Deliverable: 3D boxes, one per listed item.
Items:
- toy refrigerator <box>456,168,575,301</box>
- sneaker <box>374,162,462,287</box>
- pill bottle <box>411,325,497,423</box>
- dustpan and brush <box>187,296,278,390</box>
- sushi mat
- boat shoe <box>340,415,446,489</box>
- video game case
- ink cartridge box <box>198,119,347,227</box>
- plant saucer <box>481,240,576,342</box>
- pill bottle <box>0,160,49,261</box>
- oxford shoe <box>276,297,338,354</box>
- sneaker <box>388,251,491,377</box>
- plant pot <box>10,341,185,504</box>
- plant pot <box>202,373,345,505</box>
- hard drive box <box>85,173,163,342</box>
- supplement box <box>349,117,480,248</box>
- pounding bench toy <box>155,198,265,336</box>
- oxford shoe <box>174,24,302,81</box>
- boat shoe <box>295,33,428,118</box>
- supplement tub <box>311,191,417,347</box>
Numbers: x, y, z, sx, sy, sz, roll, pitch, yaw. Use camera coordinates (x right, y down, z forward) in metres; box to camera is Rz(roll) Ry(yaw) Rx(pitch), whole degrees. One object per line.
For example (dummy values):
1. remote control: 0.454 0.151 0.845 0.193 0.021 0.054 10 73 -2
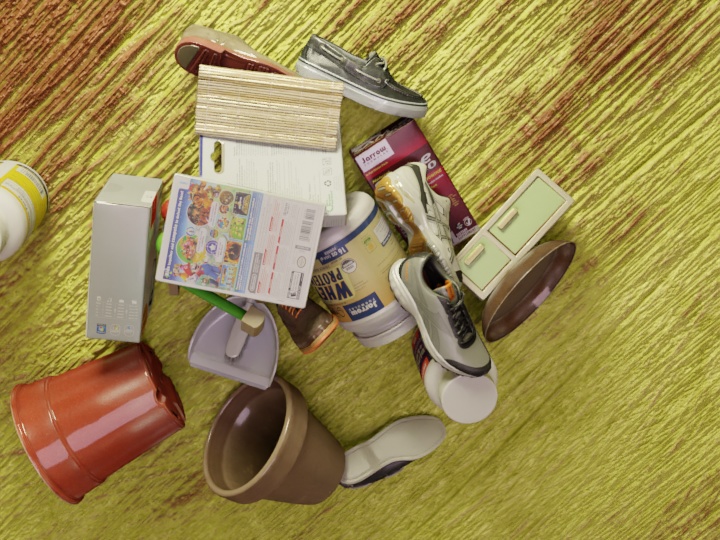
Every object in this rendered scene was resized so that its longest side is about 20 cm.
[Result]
1. toy refrigerator: 0.223 -0.052 1.299 0.076 0.070 0.200 43 92 8
2. sneaker: 0.106 -0.064 1.237 0.088 0.076 0.200 -40 111 -26
3. pill bottle: 0.146 0.148 1.323 0.111 0.200 0.112 -2 110 -5
4. dustpan and brush: -0.175 0.067 1.330 0.139 0.057 0.200 17 79 4
5. sushi mat: -0.126 -0.220 1.176 0.200 0.012 0.096 6 114 -2
6. boat shoe: 0.050 0.306 1.445 0.200 0.074 0.060 -27 153 -13
7. video game case: -0.156 -0.038 1.137 0.200 0.018 0.143 11 98 -8
8. ink cartridge box: -0.123 -0.149 1.205 0.200 0.200 0.041 -1 153 -6
9. plant saucer: 0.250 0.026 1.320 0.032 0.200 0.200 42 104 24
10. pill bottle: -0.500 -0.075 1.174 0.111 0.200 0.111 -2 110 -5
11. oxford shoe: -0.089 0.069 1.271 0.071 0.200 0.073 -47 107 -8
12. sneaker: 0.118 0.063 1.201 0.200 0.074 0.079 54 139 -2
13. plant pot: -0.383 0.215 1.308 0.195 0.201 0.201 -28 111 -5
14. plant pot: -0.121 0.287 1.371 0.200 0.200 0.175 -47 127 11
15. hard drive box: -0.335 -0.021 1.235 0.077 0.156 0.200 6 110 -8
16. supplement box: 0.081 -0.119 1.293 0.109 0.061 0.200 -33 109 5
17. pounding bench toy: -0.207 -0.009 1.214 0.156 0.200 0.124 4 151 -7
18. oxford shoe: -0.152 -0.288 1.197 0.200 0.075 0.070 22 137 -18
19. boat shoe: 0.009 -0.274 1.222 0.200 0.072 0.071 19 111 -10
20. supplement tub: 0.000 0.000 1.283 0.144 0.144 0.200 -31 110 6
